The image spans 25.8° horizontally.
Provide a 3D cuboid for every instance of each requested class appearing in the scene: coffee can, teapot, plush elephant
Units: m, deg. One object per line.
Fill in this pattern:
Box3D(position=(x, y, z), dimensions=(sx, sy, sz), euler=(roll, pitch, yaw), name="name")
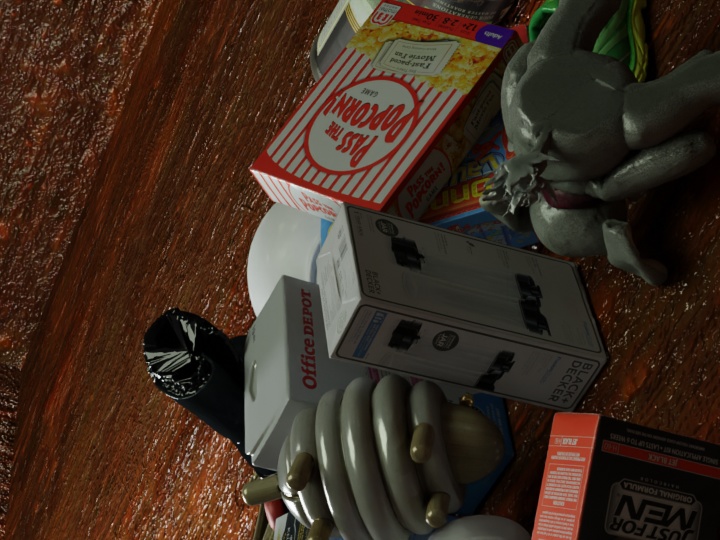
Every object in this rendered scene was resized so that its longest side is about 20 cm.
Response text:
Box3D(position=(0.056, -0.249, 1.507), dimensions=(0.200, 0.146, 0.147), euler=(125, 153, -45), name="coffee can")
Box3D(position=(0.000, 0.000, 1.421), dimensions=(0.146, 0.197, 0.201), euler=(-178, 71, -71), name="teapot")
Box3D(position=(0.164, -0.076, 1.097), dimensions=(0.200, 0.164, 0.155), euler=(-47, -29, -17), name="plush elephant")

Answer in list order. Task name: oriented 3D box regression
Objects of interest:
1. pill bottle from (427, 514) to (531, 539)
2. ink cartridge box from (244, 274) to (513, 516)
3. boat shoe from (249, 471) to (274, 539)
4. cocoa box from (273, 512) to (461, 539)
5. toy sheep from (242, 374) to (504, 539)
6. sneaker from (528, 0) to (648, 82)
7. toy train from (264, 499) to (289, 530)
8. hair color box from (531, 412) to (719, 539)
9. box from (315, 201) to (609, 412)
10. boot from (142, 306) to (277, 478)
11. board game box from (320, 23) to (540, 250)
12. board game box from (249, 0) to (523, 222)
Box3D(position=(0.089, 0.268, 1.064), dimensions=(0.200, 0.112, 0.112), euler=(-96, 28, -49), name="pill bottle")
Box3D(position=(0.011, 0.102, 1.280), dimensions=(0.145, 0.199, 0.085), euler=(-97, 29, -48), name="ink cartridge box")
Box3D(position=(-0.081, 0.226, 1.660), dimensions=(0.072, 0.065, 0.201), euler=(137, 143, -57), name="boat shoe")
Box3D(position=(0.000, 0.295, 1.266), dimensions=(0.131, 0.133, 0.201), euler=(141, 140, -58), name="cocoa box")
Box3D(position=(0.007, 0.141, 1.138), dimensions=(0.138, 0.199, 0.139), euler=(-10, -90, -79), name="toy sheep")
Box3D(position=(0.175, -0.204, 1.228), dimensions=(0.074, 0.083, 0.201), euler=(124, 154, -45), name="sneaker")
Box3D(position=(-0.052, 0.184, 1.445), dimensions=(0.200, 0.084, 0.116), euler=(-115, 12, -47), name="toy train")
Box3D(position=(0.154, 0.194, 0.954), dimensions=(0.061, 0.101, 0.201), euler=(170, 113, -68), name="hair color box")
Box3D(position=(0.073, 0.028, 1.163), dimensions=(0.117, 0.199, 0.060), euler=(-102, 31, -50), name="box")
Box3D(position=(-0.123, 0.083, 1.382), dimensions=(0.076, 0.168, 0.200), euler=(-36, 37, 6), name="boot")
Box3D(position=(0.065, -0.093, 1.322), dimensions=(0.199, 0.056, 0.196), euler=(-17, 48, 18), name="board game box")
Box3D(position=(0.025, -0.126, 1.298), dimensions=(0.151, 0.046, 0.200), euler=(21, 67, 40), name="board game box")
